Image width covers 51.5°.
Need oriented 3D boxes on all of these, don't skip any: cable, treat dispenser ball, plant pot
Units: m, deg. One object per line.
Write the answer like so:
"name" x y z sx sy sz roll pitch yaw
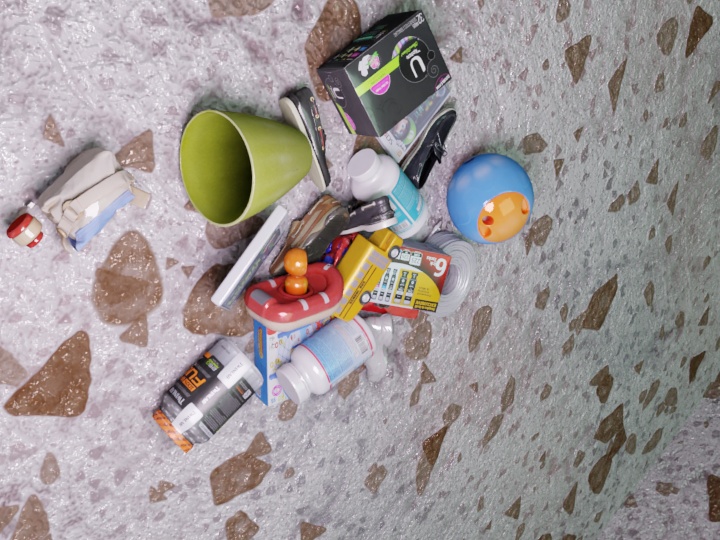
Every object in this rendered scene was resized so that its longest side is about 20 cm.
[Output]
"cable" 0.196 0.011 1.777 0.201 0.069 0.201 -51 133 -12
"treat dispenser ball" 0.293 -0.162 1.694 0.198 0.199 0.205 -18 120 -34
"plant pot" -0.180 -0.189 1.303 0.198 0.184 0.192 -20 123 -49

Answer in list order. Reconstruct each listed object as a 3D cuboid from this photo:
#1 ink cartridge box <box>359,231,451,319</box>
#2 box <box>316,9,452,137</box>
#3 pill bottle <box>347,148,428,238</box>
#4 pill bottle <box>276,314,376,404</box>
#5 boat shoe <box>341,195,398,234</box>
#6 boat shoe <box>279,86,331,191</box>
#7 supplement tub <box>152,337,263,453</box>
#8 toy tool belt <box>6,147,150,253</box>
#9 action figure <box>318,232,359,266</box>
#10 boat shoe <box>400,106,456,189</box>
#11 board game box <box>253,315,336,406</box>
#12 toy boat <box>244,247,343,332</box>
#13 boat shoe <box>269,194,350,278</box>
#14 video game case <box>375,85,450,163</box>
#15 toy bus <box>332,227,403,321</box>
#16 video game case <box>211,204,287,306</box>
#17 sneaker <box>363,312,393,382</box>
"ink cartridge box" 0.077 0.025 1.629 0.196 0.084 0.180 9 104 -21
"box" 0.045 -0.372 1.417 0.199 0.124 0.150 -41 118 -17
"pill bottle" 0.053 -0.162 1.547 0.112 0.110 0.200 -53 134 -9
"pill bottle" -0.070 0.178 1.515 0.198 0.108 0.110 -35 128 -24
"boat shoe" 0.004 -0.109 1.483 0.073 0.199 0.062 -19 98 -25
"boat shoe" -0.089 -0.245 1.411 0.063 0.073 0.204 -34 126 -21
"supplement tub" -0.290 0.238 1.419 0.200 0.122 0.124 -45 132 -17
"toy tool belt" -0.428 -0.085 1.156 0.200 0.124 0.123 -47 124 -13
"action figure" -0.073 -0.013 1.538 0.200 0.065 0.052 -46 110 -14
"boat shoe" 0.156 -0.261 1.616 0.202 0.062 0.075 -56 151 -4
"board game box" -0.128 0.158 1.570 0.193 0.055 0.205 -16 119 -35
"toy boat" -0.118 0.021 1.395 0.198 0.129 0.134 -18 124 -42
"boat shoe" -0.106 -0.065 1.479 0.200 0.074 0.075 -44 150 9
"video game case" 0.090 -0.358 1.552 0.201 0.023 0.182 -53 134 -10
"toy bus" 0.000 0.000 1.501 0.078 0.065 0.202 29 96 -41
"video game case" -0.196 -0.018 1.360 0.023 0.182 0.202 35 83 0
"sneaker" 0.019 0.173 1.705 0.097 0.079 0.203 4 128 -3
